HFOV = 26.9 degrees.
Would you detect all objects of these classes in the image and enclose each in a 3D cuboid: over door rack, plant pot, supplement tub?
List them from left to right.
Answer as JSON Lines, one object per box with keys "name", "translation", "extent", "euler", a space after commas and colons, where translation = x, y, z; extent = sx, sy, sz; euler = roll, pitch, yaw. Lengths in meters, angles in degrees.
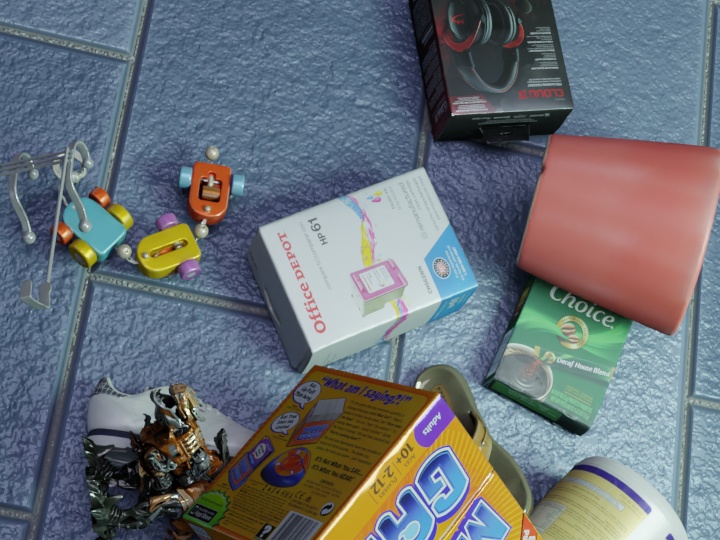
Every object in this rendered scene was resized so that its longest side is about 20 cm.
{"name": "over door rack", "translation": [-0.343, -0.028, 1.463], "extent": [0.146, 0.067, 0.201], "euler": [-10, 49, 22]}
{"name": "supplement tub", "translation": [0.209, 0.297, 1.481], "extent": [0.200, 0.146, 0.146], "euler": [-40, 84, -22]}
{"name": "plant pot", "translation": [0.261, -0.050, 1.550], "extent": [0.176, 0.201, 0.202], "euler": [15, 68, 5]}

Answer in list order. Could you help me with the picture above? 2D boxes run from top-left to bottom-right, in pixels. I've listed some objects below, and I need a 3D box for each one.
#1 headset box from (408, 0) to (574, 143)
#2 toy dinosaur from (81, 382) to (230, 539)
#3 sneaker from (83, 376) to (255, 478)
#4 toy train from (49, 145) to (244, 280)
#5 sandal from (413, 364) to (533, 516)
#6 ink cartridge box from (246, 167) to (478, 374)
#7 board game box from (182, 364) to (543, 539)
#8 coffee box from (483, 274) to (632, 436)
{"name": "headset box", "translation": [0.147, -0.234, 1.685], "extent": [0.147, 0.075, 0.202], "euler": [-4, 72, -15]}
{"name": "toy dinosaur", "translation": [-0.187, 0.201, 1.405], "extent": [0.134, 0.102, 0.202], "euler": [-7, 100, -13]}
{"name": "sneaker", "translation": [-0.170, 0.155, 1.484], "extent": [0.198, 0.077, 0.081], "euler": [11, 60, -11]}
{"name": "toy train", "translation": [-0.222, -0.058, 1.555], "extent": [0.198, 0.056, 0.152], "euler": [5, 64, -12]}
{"name": "sandal", "translation": [0.103, 0.173, 1.514], "extent": [0.080, 0.054, 0.201], "euler": [-27, 58, 2]}
{"name": "ink cartridge box", "translation": [0.000, 0.000, 1.567], "extent": [0.198, 0.085, 0.146], "euler": [-21, 78, -18]}
{"name": "board game box", "translation": [0.003, 0.237, 1.385], "extent": [0.200, 0.199, 0.200], "euler": [-48, 119, -22]}
{"name": "coffee box", "translation": [0.224, 0.061, 1.619], "extent": [0.122, 0.044, 0.201], "euler": [28, 67, -2]}
